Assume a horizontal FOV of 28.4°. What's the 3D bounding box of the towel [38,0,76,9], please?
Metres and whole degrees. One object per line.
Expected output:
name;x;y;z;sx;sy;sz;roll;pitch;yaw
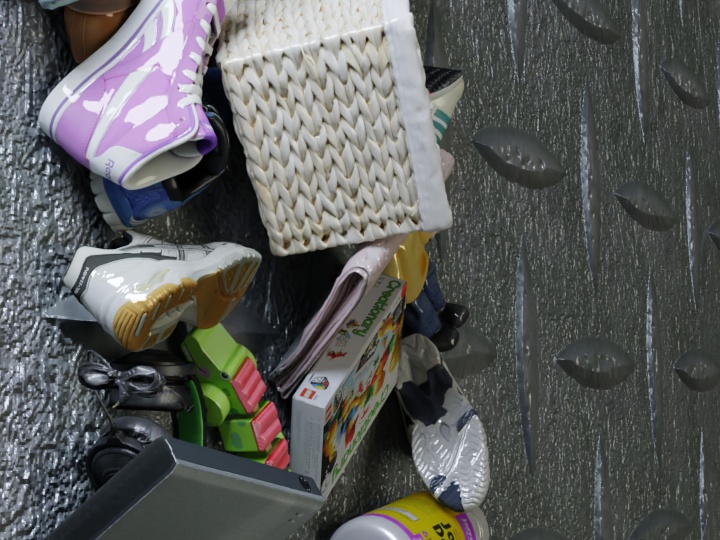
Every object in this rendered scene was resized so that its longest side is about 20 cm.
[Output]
towel;-0.209;-0.286;1.023;0.172;0.048;0.200;57;33;-6

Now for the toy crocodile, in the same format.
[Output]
toy crocodile;-0.095;0.125;1.191;0.068;0.061;0.202;-52;129;-50

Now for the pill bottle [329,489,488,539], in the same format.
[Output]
pill bottle;0.053;0.274;1.390;0.199;0.103;0.106;-7;92;-61

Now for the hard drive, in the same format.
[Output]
hard drive;-0.131;0.189;1.055;0.199;0.139;0.033;28;24;-56

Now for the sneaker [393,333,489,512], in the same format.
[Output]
sneaker;0.090;0.174;1.453;0.200;0.079;0.130;59;1;38

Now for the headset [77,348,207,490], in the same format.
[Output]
headset;-0.151;0.114;1.062;0.200;0.093;0.125;57;38;-58

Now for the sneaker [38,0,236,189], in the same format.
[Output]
sneaker;-0.129;-0.142;1.053;0.201;0.114;0.073;-51;162;-15

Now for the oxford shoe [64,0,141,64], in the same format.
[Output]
oxford shoe;-0.169;-0.213;1.123;0.200;0.071;0.072;-38;144;-51

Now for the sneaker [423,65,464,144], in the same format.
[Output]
sneaker;0.055;-0.149;1.510;0.200;0.069;0.095;-50;146;-54

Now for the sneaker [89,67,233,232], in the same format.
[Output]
sneaker;-0.132;-0.100;1.128;0.079;0.088;0.201;67;29;-29

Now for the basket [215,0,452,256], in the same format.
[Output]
basket;-0.020;-0.146;1.195;0.199;0.158;0.202;-95;171;-57

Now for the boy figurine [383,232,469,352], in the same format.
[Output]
boy figurine;0.052;-0.014;1.474;0.125;0.064;0.202;-60;139;-42

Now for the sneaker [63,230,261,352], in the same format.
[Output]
sneaker;-0.148;-0.002;1.092;0.076;0.087;0.200;-60;164;16

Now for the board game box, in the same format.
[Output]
board game box;-0.011;0.110;1.326;0.200;0.034;0.128;-55;156;-48

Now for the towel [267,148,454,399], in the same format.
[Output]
towel;0.000;0.000;1.285;0.032;0.191;0.201;36;42;-1
